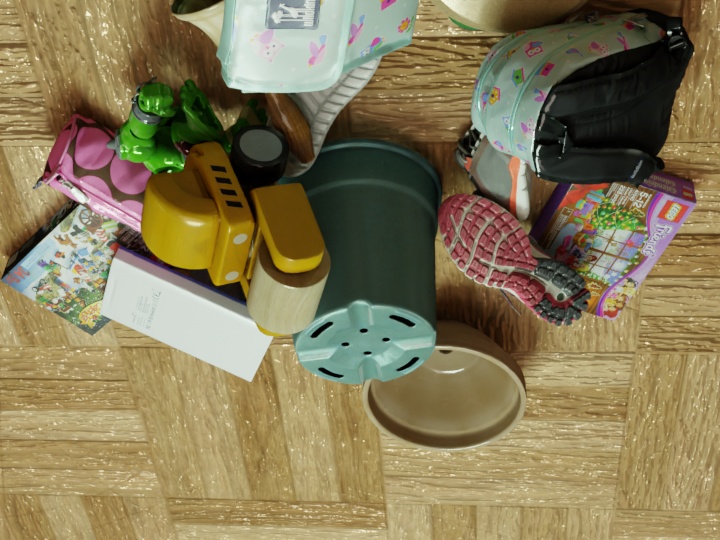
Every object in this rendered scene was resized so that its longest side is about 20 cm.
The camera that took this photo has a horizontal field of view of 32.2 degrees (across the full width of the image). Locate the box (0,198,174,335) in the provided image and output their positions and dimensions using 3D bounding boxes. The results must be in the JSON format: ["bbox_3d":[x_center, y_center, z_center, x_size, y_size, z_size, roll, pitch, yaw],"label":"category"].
[{"bbox_3d":[-0.315,-0.014,1.480,0.136,0.038,0.199,35,128,-25],"label":"box"}]

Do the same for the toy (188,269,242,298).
[{"bbox_3d":[-0.093,0.014,1.471,0.199,0.047,0.115,29,142,-7],"label":"toy"}]

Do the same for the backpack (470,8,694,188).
[{"bbox_3d":[0.204,-0.159,1.170,0.199,0.126,0.168,-18,124,-34],"label":"backpack"}]

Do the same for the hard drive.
[{"bbox_3d":[-0.201,0.053,1.451,0.198,0.026,0.132,25,145,-4],"label":"hard drive"}]

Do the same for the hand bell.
[{"bbox_3d":[-0.091,-0.191,1.212,0.103,0.105,0.201,-16,122,21],"label":"hand bell"}]

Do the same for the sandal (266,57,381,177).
[{"bbox_3d":[-0.042,-0.190,1.266,0.082,0.050,0.203,33,113,-5],"label":"sandal"}]

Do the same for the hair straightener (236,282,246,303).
[{"bbox_3d":[-0.138,0.014,1.415,0.076,0.041,0.201,18,149,7],"label":"hair straightener"}]

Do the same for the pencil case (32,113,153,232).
[{"bbox_3d":[-0.249,-0.083,1.364,0.199,0.094,0.091,28,117,-22],"label":"pencil case"}]

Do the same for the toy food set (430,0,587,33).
[{"bbox_3d":[0.137,-0.300,1.140,0.197,0.049,0.200,32,129,-24],"label":"toy food set"}]

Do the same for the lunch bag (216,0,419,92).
[{"bbox_3d":[-0.038,-0.257,1.087,0.122,0.199,0.171,39,140,26],"label":"lunch bag"}]

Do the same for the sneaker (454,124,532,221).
[{"bbox_3d":[0.135,-0.128,1.294,0.081,0.077,0.201,3,135,13],"label":"sneaker"}]

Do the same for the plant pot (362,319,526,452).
[{"bbox_3d":[0.103,0.126,1.534,0.198,0.093,0.202,3,135,3],"label":"plant pot"}]

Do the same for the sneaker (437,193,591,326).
[{"bbox_3d":[0.157,-0.010,1.352,0.200,0.075,0.081,39,92,-21],"label":"sneaker"}]

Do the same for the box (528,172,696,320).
[{"bbox_3d":[0.266,-0.037,1.391,0.135,0.039,0.201,16,134,-9],"label":"box"}]

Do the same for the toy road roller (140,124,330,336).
[{"bbox_3d":[-0.127,-0.033,1.205,0.145,0.201,0.123,-11,147,-23],"label":"toy road roller"}]

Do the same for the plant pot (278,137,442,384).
[{"bbox_3d":[0.000,0.000,1.323,0.198,0.198,0.201,-4,144,-3],"label":"plant pot"}]

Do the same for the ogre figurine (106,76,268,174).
[{"bbox_3d":[-0.177,-0.134,1.298,0.119,0.099,0.199,-23,173,33],"label":"ogre figurine"}]
